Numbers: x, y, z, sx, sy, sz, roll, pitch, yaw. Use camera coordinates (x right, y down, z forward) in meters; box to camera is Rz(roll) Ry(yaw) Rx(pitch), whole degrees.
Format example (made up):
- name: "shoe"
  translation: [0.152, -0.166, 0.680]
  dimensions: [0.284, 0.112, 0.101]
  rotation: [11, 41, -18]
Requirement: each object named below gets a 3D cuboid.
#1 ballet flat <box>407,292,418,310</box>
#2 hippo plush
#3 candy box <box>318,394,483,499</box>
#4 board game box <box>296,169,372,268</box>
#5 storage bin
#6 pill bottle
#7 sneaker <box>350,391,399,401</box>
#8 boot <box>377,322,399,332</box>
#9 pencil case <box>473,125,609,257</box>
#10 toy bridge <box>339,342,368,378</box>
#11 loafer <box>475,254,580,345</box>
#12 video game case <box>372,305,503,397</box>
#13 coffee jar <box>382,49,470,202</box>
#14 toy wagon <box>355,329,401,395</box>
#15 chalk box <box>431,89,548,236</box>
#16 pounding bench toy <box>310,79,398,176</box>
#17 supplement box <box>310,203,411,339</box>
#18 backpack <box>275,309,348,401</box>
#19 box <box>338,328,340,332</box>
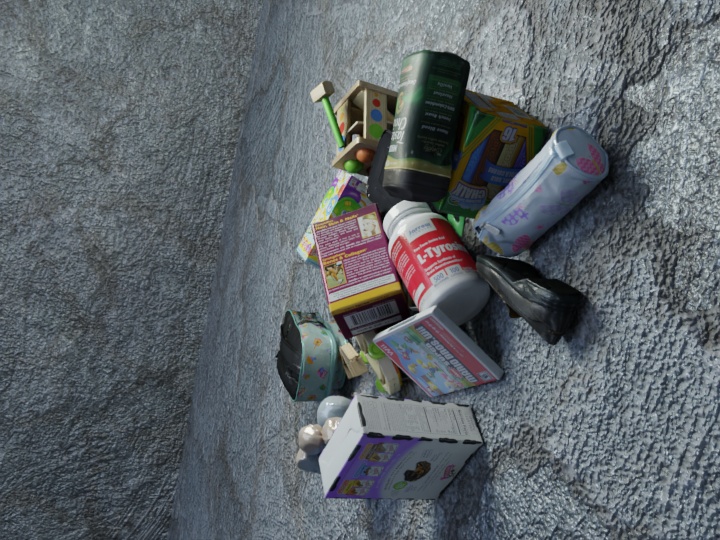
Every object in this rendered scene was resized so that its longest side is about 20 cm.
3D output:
- name: "ballet flat"
  translation: [0.114, 0.068, 1.119]
  dimensions: [0.074, 0.073, 0.202]
  rotation: [123, 154, -45]
- name: "hippo plush"
  translation: [-0.016, 0.311, 1.284]
  dimensions: [0.160, 0.199, 0.161]
  rotation: [-55, 10, 36]
- name: "candy box"
  translation: [0.058, 0.274, 1.021]
  dimensions: [0.072, 0.198, 0.169]
  rotation: [-105, 33, -45]
- name: "board game box"
  translation: [-0.039, -0.097, 1.430]
  dimensions: [0.201, 0.104, 0.103]
  rotation: [-61, 21, 7]
- name: "storage bin"
  translation: [0.094, -0.163, 1.229]
  dimensions: [0.200, 0.093, 0.137]
  rotation: [-124, 47, -59]
- name: "pill bottle"
  translation: [0.112, -0.016, 1.062]
  dimensions: [0.201, 0.111, 0.113]
  rotation: [63, 140, 36]
- name: "sneaker"
  translation: [0.043, 0.258, 1.173]
  dimensions: [0.200, 0.114, 0.077]
  rotation: [173, 105, -66]
- name: "boot"
  translation: [0.092, 0.136, 1.190]
  dimensions: [0.200, 0.073, 0.076]
  rotation: [17, 125, 65]
- name: "pencil case"
  translation: [0.231, -0.100, 0.881]
  dimensions: [0.200, 0.090, 0.084]
  rotation: [131, 142, -51]
- name: "toy bridge"
  translation: [-0.018, 0.180, 1.352]
  dimensions: [0.068, 0.027, 0.200]
  rotation: [64, 170, 8]
- name: "loafer"
  translation: [0.212, 0.031, 0.910]
  dimensions: [0.200, 0.072, 0.073]
  rotation: [-134, 51, -64]
- name: "video game case"
  translation: [0.113, 0.131, 1.041]
  dimensions: [0.017, 0.143, 0.200]
  rotation: [-50, 7, -29]
- name: "coffee jar"
  translation: [0.089, -0.197, 0.941]
  dimensions: [0.104, 0.084, 0.203]
  rotation: [-162, 80, -69]
- name: "toy wagon"
  translation: [0.014, 0.136, 1.260]
  dimensions: [0.201, 0.039, 0.156]
  rotation: [58, 169, 32]
- name: "chalk box"
  translation: [0.166, -0.153, 1.009]
  dimensions: [0.125, 0.123, 0.202]
  rotation: [-117, 41, -55]
- name: "pounding bench toy"
  translation: [-0.010, -0.284, 1.373]
  dimensions: [0.124, 0.198, 0.158]
  rotation: [-30, 54, 58]
- name: "supplement box"
  translation: [0.000, 0.000, 1.193]
  dimensions: [0.104, 0.129, 0.202]
  rotation: [65, -171, -54]
- name: "backpack"
  translation: [-0.107, 0.198, 1.503]
  dimensions: [0.200, 0.151, 0.178]
  rotation: [-121, 42, -70]
- name: "box"
  translation: [0.017, 0.049, 1.392]
  dimensions: [0.200, 0.049, 0.160]
  rotation: [162, 114, -65]
